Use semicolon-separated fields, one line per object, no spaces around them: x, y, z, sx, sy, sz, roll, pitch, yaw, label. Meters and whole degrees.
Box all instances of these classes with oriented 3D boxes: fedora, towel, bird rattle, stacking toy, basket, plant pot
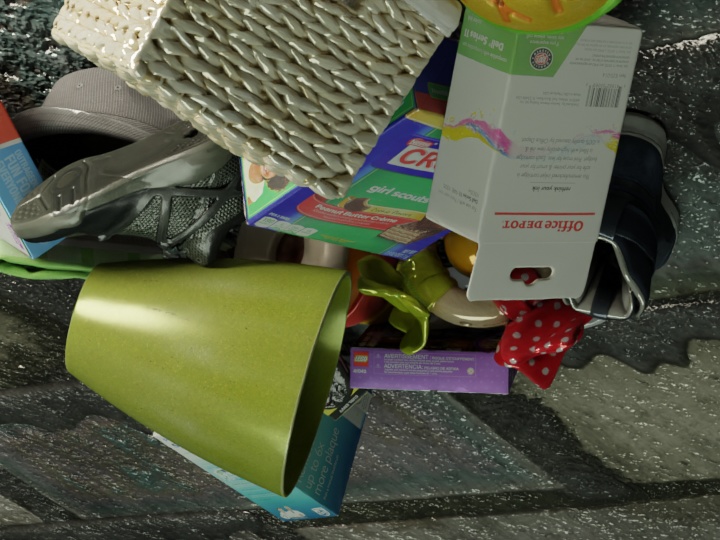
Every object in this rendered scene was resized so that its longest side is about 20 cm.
-0.196;-0.108;1.744;0.199;0.091;0.177;4;150;24;fedora
-0.245;-0.029;1.814;0.148;0.200;0.031;5;111;-8;towel
0.100;-0.001;1.698;0.199;0.164;0.113;6;165;25;bird rattle
0.000;0.000;1.842;0.199;0.147;0.146;14;160;-41;stacking toy
-0.079;-0.172;1.412;0.198;0.161;0.200;32;179;-29;basket
-0.128;0.063;1.676;0.199;0.188;0.187;16;153;6;plant pot

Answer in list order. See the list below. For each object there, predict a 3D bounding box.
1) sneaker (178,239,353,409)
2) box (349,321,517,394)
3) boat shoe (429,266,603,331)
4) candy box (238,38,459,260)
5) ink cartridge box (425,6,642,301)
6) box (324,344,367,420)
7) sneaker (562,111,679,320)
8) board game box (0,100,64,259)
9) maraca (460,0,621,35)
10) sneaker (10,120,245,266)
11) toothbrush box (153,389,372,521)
-0.067;0.032;1.905;0.200;0.115;0.076;41;125;5;sneaker
0.072;0.069;1.844;0.136;0.039;0.200;2;-171;8;box
0.139;0.022;1.794;0.199;0.071;0.070;-8;174;23;boat shoe
0.034;-0.091;1.569;0.169;0.077;0.200;11;147;-40;candy box
0.117;-0.083;1.465;0.117;0.201;0.067;0;-161;-36;ink cartridge box
-0.082;0.065;2.017;0.050;0.075;0.200;-43;124;17;box
0.204;-0.011;1.648;0.077;0.147;0.203;6;153;16;sneaker
-0.327;-0.103;1.732;0.200;0.040;0.153;26;146;55;board game box
0.130;-0.223;1.324;0.199;0.107;0.138;-15;106;38;maraca
-0.171;-0.042;1.641;0.199;0.076;0.114;-20;123;9;sneaker
-0.096;0.144;2.104;0.085;0.147;0.200;-13;140;43;toothbrush box
